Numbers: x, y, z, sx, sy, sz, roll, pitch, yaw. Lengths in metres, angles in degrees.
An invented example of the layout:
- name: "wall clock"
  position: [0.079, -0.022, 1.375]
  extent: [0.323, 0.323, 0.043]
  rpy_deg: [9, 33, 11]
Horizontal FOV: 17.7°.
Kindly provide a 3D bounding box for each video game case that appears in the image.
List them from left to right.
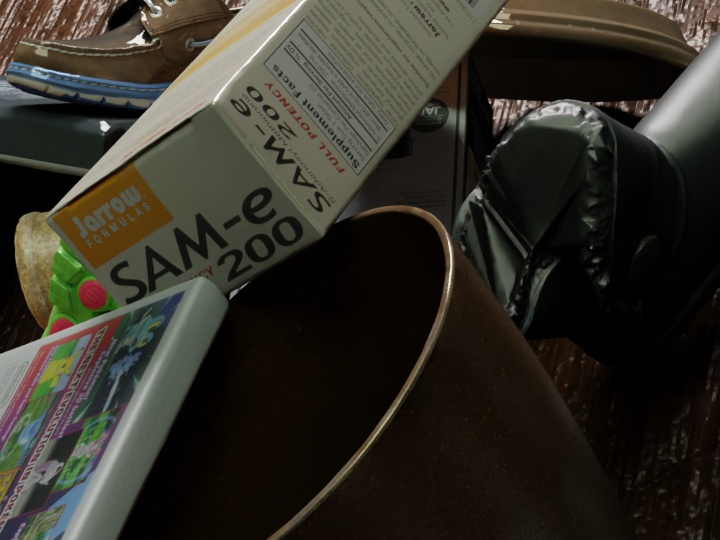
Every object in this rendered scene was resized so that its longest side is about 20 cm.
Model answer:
- name: "video game case"
  position: [-0.151, 0.102, 0.937]
  extent: [0.181, 0.023, 0.201]
  rpy_deg: [-20, 34, 41]

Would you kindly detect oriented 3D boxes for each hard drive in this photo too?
- name: "hard drive"
  position: [-0.173, -0.082, 1.301]
  extent: [0.199, 0.033, 0.139]
  rpy_deg: [10, 11, 34]

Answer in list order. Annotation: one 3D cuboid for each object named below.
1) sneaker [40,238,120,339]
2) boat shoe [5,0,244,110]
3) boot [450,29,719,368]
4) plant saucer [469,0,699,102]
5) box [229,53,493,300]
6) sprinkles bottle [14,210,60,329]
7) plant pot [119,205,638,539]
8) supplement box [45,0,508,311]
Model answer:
- name: "sneaker"
  position: [-0.105, 0.007, 1.124]
  extent: [0.077, 0.200, 0.084]
  rpy_deg: [41, 52, 4]
- name: "boat shoe"
  position: [-0.103, -0.126, 1.268]
  extent: [0.199, 0.073, 0.072]
  rpy_deg: [-3, 11, -38]
- name: "boot"
  position: [0.128, -0.047, 0.986]
  extent: [0.076, 0.168, 0.201]
  rpy_deg: [38, 99, 25]
- name: "plant saucer"
  position: [0.077, -0.114, 1.168]
  extent: [0.199, 0.200, 0.030]
  rpy_deg: [3, 86, 28]
- name: "box"
  position: [0.000, 0.000, 1.110]
  extent: [0.116, 0.060, 0.202]
  rpy_deg: [-4, 63, 14]
- name: "sprinkles bottle"
  position: [-0.080, -0.021, 1.221]
  extent: [0.198, 0.069, 0.069]
  rpy_deg: [-14, 41, 12]
- name: "plant pot"
  position: [0.028, 0.111, 0.910]
  extent: [0.186, 0.200, 0.187]
  rpy_deg: [-36, 26, 21]
- name: "supplement box"
  position: [-0.030, -0.074, 1.002]
  extent: [0.126, 0.074, 0.200]
  rpy_deg: [-29, 17, 45]
